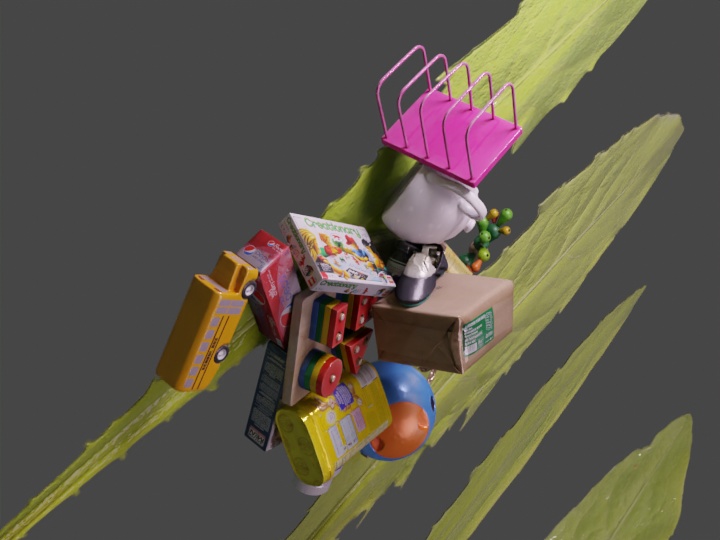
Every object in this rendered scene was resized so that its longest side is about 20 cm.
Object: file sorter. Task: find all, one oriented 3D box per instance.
[{"bbox_3d":[0.140,-0.258,1.400,0.139,0.199,0.126,-47,146,-20],"label":"file sorter"}]

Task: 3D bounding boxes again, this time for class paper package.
[{"bbox_3d":[0.145,0.083,1.494,0.199,0.188,0.105,-26,115,-49],"label":"paper package"}]

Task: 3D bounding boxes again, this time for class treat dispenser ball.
[{"bbox_3d":[0.056,0.284,1.764,0.200,0.199,0.203,-38,145,-33],"label":"treat dispenser ball"}]

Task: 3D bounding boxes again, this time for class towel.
[{"bbox_3d":[0.000,0.000,1.584,0.199,0.036,0.151,-19,131,-49],"label":"towel"}]

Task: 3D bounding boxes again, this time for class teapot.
[{"bbox_3d":[0.141,-0.119,1.512,0.198,0.145,0.201,-50,-174,36],"label":"teapot"}]

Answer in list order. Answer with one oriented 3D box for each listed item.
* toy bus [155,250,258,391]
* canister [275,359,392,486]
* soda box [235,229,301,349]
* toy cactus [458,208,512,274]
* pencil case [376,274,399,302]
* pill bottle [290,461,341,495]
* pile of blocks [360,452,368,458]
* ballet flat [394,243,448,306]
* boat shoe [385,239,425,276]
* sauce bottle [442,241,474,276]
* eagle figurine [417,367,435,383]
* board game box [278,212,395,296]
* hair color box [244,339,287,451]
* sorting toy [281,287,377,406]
[{"bbox_3d":[-0.224,0.073,1.265,0.078,0.065,0.203,6,112,-57],"label":"toy bus"},{"bbox_3d":[-0.042,0.266,1.542,0.199,0.086,0.151,-30,107,-42],"label":"canister"},{"bbox_3d":[-0.138,0.033,1.367,0.070,0.063,0.202,-45,148,-24],"label":"soda box"},{"bbox_3d":[0.254,-0.055,1.904,0.202,0.101,0.165,-57,170,-10],"label":"toy cactus"},{"bbox_3d":[0.111,0.071,1.671,0.084,0.086,0.199,-40,147,19],"label":"pencil case"},{"bbox_3d":[-0.078,0.336,1.692,0.111,0.111,0.203,-20,133,-49],"label":"pill bottle"},{"bbox_3d":[0.042,0.314,1.925,0.082,0.062,0.202,43,74,-42],"label":"pile of blocks"},{"bbox_3d":[0.105,-0.003,1.491,0.200,0.072,0.074,-42,152,-62],"label":"ballet flat"},{"bbox_3d":[0.105,-0.025,1.620,0.072,0.071,0.200,-67,167,8],"label":"boat shoe"},{"bbox_3d":[0.198,0.015,1.792,0.065,0.064,0.200,-51,120,-13],"label":"sauce bottle"},{"bbox_3d":[0.137,0.117,1.849,0.202,0.149,0.153,58,18,-24],"label":"eagle figurine"},{"bbox_3d":[-0.035,-0.022,1.396,0.035,0.127,0.199,-41,154,26],"label":"board game box"},{"bbox_3d":[-0.135,0.212,1.539,0.099,0.060,0.203,-17,131,-51],"label":"hair color box"},{"bbox_3d":[-0.042,0.112,1.464,0.199,0.069,0.202,-33,137,-55],"label":"sorting toy"}]
